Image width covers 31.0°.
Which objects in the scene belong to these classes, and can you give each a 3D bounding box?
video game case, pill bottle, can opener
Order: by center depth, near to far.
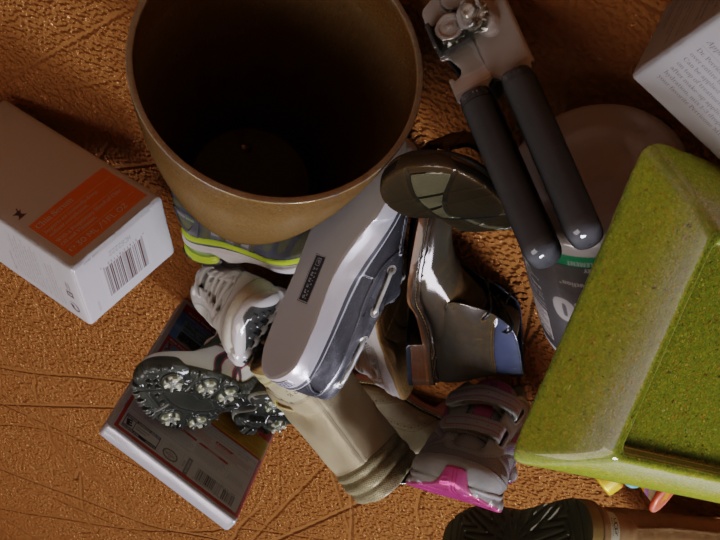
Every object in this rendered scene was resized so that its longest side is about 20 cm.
[{"bbox_3d":[0.091,-0.093,0.772,0.052,0.201,0.066,-26,151,13],"label":"can opener"},{"bbox_3d":[0.165,-0.002,0.846,0.112,0.114,0.201,12,150,27],"label":"pill bottle"},{"bbox_3d":[-0.143,0.127,1.193,0.143,0.201,0.017,39,123,-10],"label":"video game case"}]

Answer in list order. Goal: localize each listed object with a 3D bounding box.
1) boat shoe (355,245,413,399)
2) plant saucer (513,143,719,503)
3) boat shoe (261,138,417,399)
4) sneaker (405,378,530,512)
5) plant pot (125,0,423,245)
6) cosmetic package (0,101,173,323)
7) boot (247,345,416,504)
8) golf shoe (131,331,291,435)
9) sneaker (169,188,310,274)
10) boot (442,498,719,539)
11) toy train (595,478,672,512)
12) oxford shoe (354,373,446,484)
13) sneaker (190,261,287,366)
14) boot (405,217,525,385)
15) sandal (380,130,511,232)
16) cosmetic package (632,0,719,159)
[{"bbox_3d":[0.004,0.034,1.067,0.069,0.071,0.201,16,144,22],"label":"boat shoe"},{"bbox_3d":[0.213,0.049,0.759,0.198,0.201,0.048,14,-166,-29],"label":"plant saucer"},{"bbox_3d":[0.000,0.000,0.949,0.067,0.202,0.072,25,178,-36],"label":"boat shoe"},{"bbox_3d":[0.091,0.132,1.041,0.081,0.089,0.200,15,-173,11],"label":"sneaker"},{"bbox_3d":[-0.066,-0.097,0.890,0.185,0.187,0.200,31,159,2],"label":"plant pot"},{"bbox_3d":[-0.266,-0.053,1.097,0.199,0.101,0.072,30,148,27],"label":"cosmetic package"},{"bbox_3d":[-0.022,0.116,1.099,0.156,0.073,0.200,50,178,-3],"label":"boot"},{"bbox_3d":[-0.132,0.093,1.161,0.077,0.089,0.199,-37,148,25],"label":"golf shoe"},{"bbox_3d":[-0.081,-0.049,1.033,0.198,0.074,0.081,0,131,36],"label":"sneaker"},{"bbox_3d":[0.193,0.234,1.083,0.199,0.067,0.174,15,159,-41],"label":"boot"},{"bbox_3d":[0.233,0.094,0.870,0.056,0.149,0.201,55,146,30],"label":"toy train"},{"bbox_3d":[0.026,0.150,1.190,0.198,0.074,0.071,12,141,28],"label":"oxford shoe"},{"bbox_3d":[-0.107,0.028,1.082,0.081,0.075,0.200,37,176,-4],"label":"sneaker"},{"bbox_3d":[0.084,0.013,1.000,0.096,0.075,0.201,2,136,5],"label":"boot"},{"bbox_3d":[0.073,-0.061,0.851,0.081,0.055,0.200,-2,174,28],"label":"sandal"},{"bbox_3d":[0.247,-0.133,0.662,0.101,0.072,0.200,40,145,-12],"label":"cosmetic package"}]
